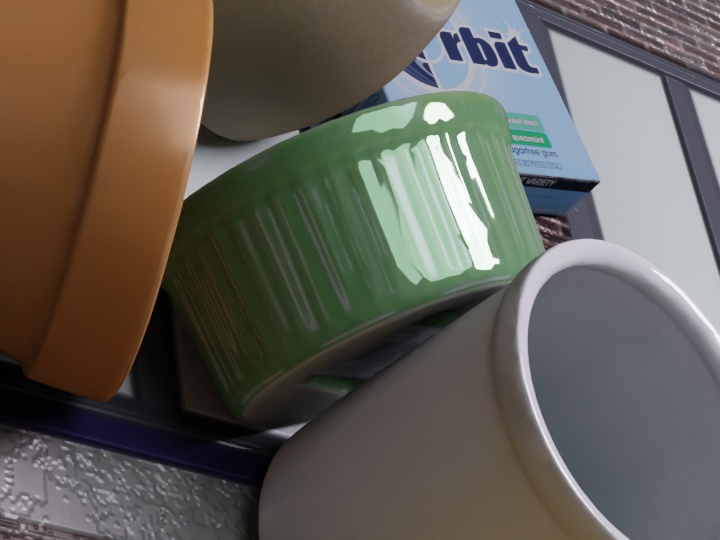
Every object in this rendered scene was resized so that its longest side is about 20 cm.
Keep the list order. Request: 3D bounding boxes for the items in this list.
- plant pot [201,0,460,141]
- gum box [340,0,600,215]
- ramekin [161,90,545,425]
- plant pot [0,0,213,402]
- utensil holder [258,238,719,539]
[{"bbox_3d":[-0.018,-0.180,1.233,0.200,0.133,0.202,14,74,-59],"label":"plant pot"},{"bbox_3d":[0.047,-0.133,1.401,0.169,0.045,0.201,3,56,-43],"label":"gum box"},{"bbox_3d":[0.000,0.000,1.114,0.199,0.200,0.098,-8,69,-47],"label":"ramekin"},{"bbox_3d":[-0.160,-0.052,1.018,0.139,0.201,0.201,14,45,-14],"label":"plant pot"},{"bbox_3d":[0.070,0.104,1.063,0.169,0.200,0.171,24,49,-32],"label":"utensil holder"}]
